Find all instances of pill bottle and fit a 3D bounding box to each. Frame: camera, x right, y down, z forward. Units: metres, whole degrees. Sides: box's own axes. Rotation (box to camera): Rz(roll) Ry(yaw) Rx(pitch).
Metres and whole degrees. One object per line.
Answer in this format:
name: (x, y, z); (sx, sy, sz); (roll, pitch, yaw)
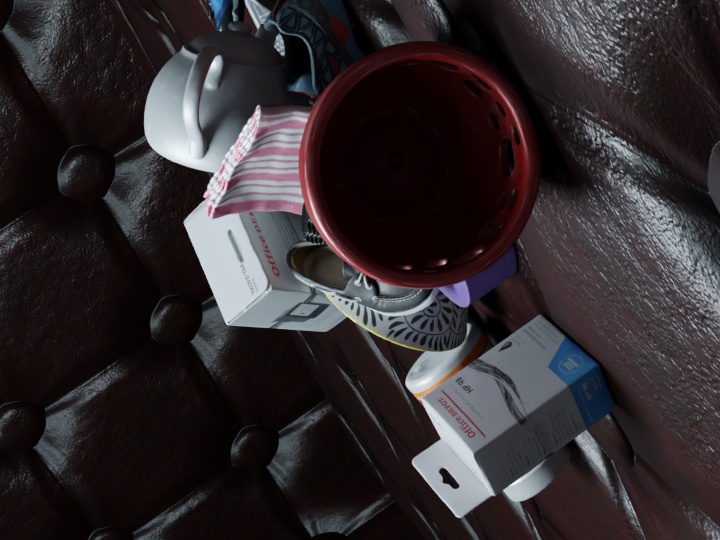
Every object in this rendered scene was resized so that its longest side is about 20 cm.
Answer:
pill bottle: (0.156, 0.174, 1.794); (0.200, 0.114, 0.114); (49, 172, -9)

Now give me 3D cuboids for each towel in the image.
towel: (-0.068, -0.109, 1.533); (0.200, 0.145, 0.030); (131, 131, -55)

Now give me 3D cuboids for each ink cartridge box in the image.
ink cartridge box: (-0.099, -0.012, 1.761); (0.199, 0.083, 0.146); (8, -129, -55)
ink cartridge box: (0.145, 0.147, 1.519); (0.116, 0.199, 0.067); (44, 165, 52)

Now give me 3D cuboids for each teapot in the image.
teapot: (-0.141, -0.195, 1.610); (0.200, 0.195, 0.148); (36, 122, 51)

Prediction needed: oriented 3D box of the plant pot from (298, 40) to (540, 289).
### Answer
plant pot: (0.038, -0.090, 1.284); (0.202, 0.199, 0.182); (58, 174, -8)

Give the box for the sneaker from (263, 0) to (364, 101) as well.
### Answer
sneaker: (-0.042, -0.209, 1.586); (0.079, 0.095, 0.201); (12, 137, 54)

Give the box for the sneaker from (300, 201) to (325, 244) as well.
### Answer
sneaker: (0.028, -0.048, 1.539); (0.199, 0.089, 0.071); (14, 100, 48)

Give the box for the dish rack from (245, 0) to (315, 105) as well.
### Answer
dish rack: (-0.064, -0.253, 1.775); (0.200, 0.043, 0.173); (44, 165, 55)

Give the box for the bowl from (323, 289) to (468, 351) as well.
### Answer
bowl: (0.054, -0.005, 1.724); (0.199, 0.095, 0.201); (22, -155, -11)

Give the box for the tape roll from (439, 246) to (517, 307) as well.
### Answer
tape roll: (0.082, -0.062, 1.569); (0.201, 0.065, 0.200); (56, 172, 12)

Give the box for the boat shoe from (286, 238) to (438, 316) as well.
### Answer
boat shoe: (0.000, 0.000, 1.611); (0.199, 0.075, 0.060); (15, 176, 45)

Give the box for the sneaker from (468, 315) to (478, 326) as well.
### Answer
sneaker: (0.090, 0.047, 1.861); (0.199, 0.076, 0.105); (37, 172, -37)

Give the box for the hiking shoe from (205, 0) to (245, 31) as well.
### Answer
hiking shoe: (-0.181, -0.358, 1.712); (0.074, 0.085, 0.203); (170, 91, -84)

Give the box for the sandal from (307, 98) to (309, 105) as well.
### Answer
sandal: (-0.018, -0.120, 1.689); (0.075, 0.048, 0.202); (70, 175, -73)
